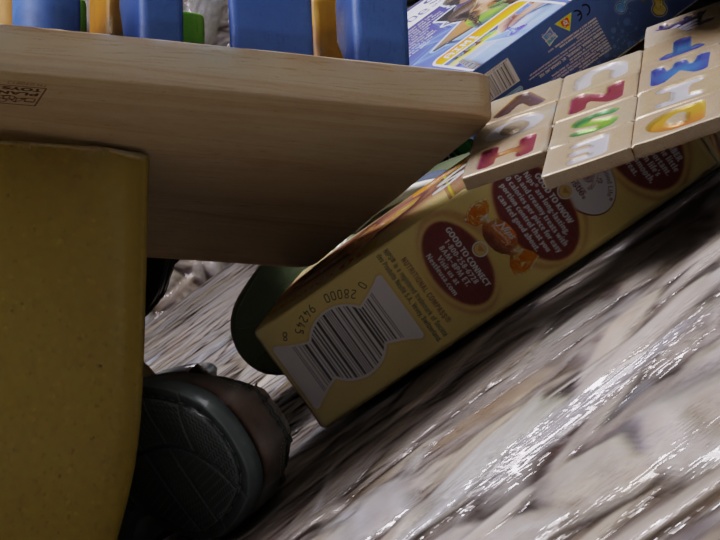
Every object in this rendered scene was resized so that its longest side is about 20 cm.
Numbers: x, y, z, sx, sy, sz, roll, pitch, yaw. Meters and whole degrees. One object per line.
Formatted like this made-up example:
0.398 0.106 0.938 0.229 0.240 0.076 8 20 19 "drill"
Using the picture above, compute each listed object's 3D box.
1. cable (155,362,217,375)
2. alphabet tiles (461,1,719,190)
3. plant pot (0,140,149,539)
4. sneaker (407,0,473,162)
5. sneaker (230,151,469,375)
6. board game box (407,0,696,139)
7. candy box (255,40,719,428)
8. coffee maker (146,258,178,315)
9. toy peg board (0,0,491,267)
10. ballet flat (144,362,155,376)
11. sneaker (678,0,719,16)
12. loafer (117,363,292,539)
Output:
-0.121 0.089 1.339 0.097 0.050 0.200 -21 3 1 "cable"
0.135 -0.078 0.904 0.200 0.008 0.167 -18 16 14 "alphabet tiles"
-0.197 0.073 0.932 0.194 0.200 0.195 2 -16 -30 "plant pot"
0.019 -0.074 1.246 0.085 0.078 0.200 -32 -38 -1 "sneaker"
0.000 0.000 1.191 0.200 0.067 0.090 -30 1 29 "sneaker"
0.099 -0.129 1.067 0.200 0.034 0.135 -36 20 -15 "board game box"
0.057 -0.020 1.041 0.200 0.055 0.115 -34 6 14 "candy box"
-0.118 -0.054 1.185 0.192 0.135 0.200 -16 9 3 "coffee maker"
-0.080 -0.081 0.975 0.200 0.098 0.199 3 -18 -21 "toy peg board"
-0.137 0.056 1.151 0.069 0.063 0.200 -33 0 -2 "ballet flat"
0.170 -0.127 1.117 0.074 0.085 0.200 -39 5 -25 "sneaker"
-0.069 0.071 0.995 0.063 0.072 0.200 -32 0 -28 "loafer"
